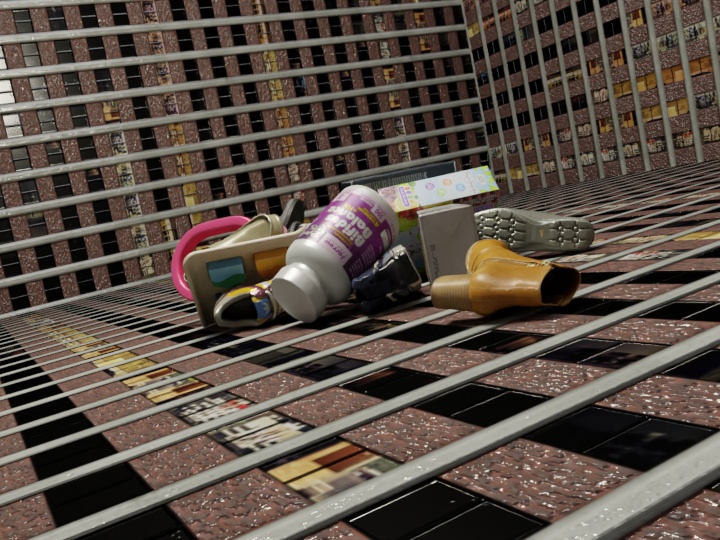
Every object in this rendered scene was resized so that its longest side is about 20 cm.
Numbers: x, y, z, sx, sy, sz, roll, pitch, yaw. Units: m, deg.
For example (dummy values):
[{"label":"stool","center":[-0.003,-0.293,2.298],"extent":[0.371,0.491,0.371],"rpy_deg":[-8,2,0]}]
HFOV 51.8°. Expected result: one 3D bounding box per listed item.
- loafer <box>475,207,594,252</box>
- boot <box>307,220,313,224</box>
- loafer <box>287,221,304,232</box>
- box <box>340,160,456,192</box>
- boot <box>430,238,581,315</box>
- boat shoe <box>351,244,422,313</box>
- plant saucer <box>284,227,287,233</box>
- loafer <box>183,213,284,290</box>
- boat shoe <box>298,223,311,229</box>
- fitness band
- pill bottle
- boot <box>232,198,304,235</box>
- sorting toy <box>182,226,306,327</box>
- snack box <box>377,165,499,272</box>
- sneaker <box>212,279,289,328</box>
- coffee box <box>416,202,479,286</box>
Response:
[{"label":"loafer","center":[0.271,-0.061,1.184],"extent":[0.196,0.071,0.070],"rpy_deg":[9,2,15]},{"label":"boot","center":[-0.130,-0.016,1.595],"extent":[0.173,0.070,0.200],"rpy_deg":[-34,-37,10]},{"label":"loafer","center":[-0.135,-0.003,1.356],"extent":[0.071,0.073,0.202],"rpy_deg":[-37,23,35]},{"label":"box","center":[0.074,-0.133,1.394],"extent":[0.196,0.109,0.148],"rpy_deg":[-13,7,-7]},{"label":"boot","center":[0.182,0.008,0.843],"extent":[0.142,0.072,0.200],"rpy_deg":[-1,14,33]},{"label":"boat shoe","center":[0.033,0.014,1.056],"extent":[0.092,0.076,0.200],"rpy_deg":[-29,-6,2]},{"label":"plant saucer","center":[-0.215,-0.013,1.366],"extent":[0.200,0.051,0.201],"rpy_deg":[-45,19,19]},{"label":"loafer","center":[-0.207,-0.020,1.204],"extent":[0.199,0.076,0.068],"rpy_deg":[-41,-32,12]},{"label":"boat shoe","center":[-0.075,-0.021,1.303],"extent":[0.068,0.072,0.201],"rpy_deg":[4,29,-16]},{"label":"fitness band","center":[-0.242,-0.017,1.281],"extent":[0.196,0.147,0.037],"rpy_deg":[-10,-15,24]},{"label":"pill bottle","center":[-0.038,-0.023,1.072],"extent":[0.111,0.113,0.201],"rpy_deg":[-6,36,50]},{"label":"boot","center":[-0.199,-0.065,1.496],"extent":[0.130,0.203,0.070],"rpy_deg":[16,-15,24]},{"label":"sorting toy","center":[-0.170,0.019,1.184],"extent":[0.196,0.037,0.187],"rpy_deg":[-16,-35,-10]},{"label":"snack box","center":[0.133,-0.080,1.285],"extent":[0.196,0.170,0.068],"rpy_deg":[-11,50,-6]},{"label":"sneaker","center":[-0.125,0.045,1.119],"extent":[0.196,0.076,0.090],"rpy_deg":[-19,13,2]},{"label":"coffee box","center":[0.132,-0.038,1.108],"extent":[0.078,0.115,0.200],"rpy_deg":[-11,6,4]}]
